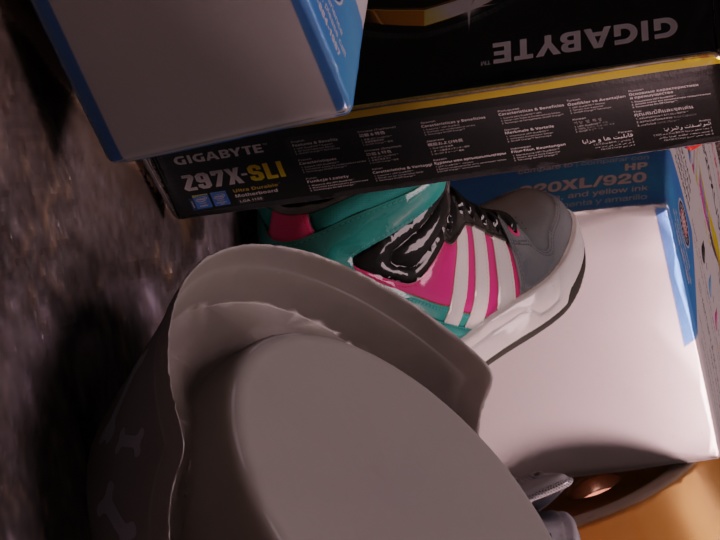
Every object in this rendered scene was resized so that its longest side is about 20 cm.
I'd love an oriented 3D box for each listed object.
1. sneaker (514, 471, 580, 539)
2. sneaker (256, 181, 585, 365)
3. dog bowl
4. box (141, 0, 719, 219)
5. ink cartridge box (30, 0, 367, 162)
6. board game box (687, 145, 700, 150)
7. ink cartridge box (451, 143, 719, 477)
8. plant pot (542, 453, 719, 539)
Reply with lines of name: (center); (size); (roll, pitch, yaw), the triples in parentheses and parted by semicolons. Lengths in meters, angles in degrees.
sneaker: (0.016, 0.103, 1.012); (0.200, 0.114, 0.076); (30, 53, -75)
sneaker: (0.020, -0.027, 1.132); (0.200, 0.083, 0.122); (-36, 121, -54)
dog bowl: (0.002, 0.088, 0.879); (0.200, 0.059, 0.201); (34, 29, -22)
box: (0.028, -0.106, 0.993); (0.049, 0.199, 0.160); (68, 19, -50)
ink cartridge box: (-0.053, -0.153, 0.900); (0.201, 0.084, 0.145); (-80, 153, -51)
board game box: (0.077, -0.160, 1.154); (0.200, 0.046, 0.152); (47, -14, 43)
ink cartridge box: (0.089, -0.022, 1.355); (0.201, 0.144, 0.148); (-80, 158, -53)
plant pot: (0.136, 0.176, 1.367); (0.200, 0.199, 0.184); (-65, 135, -68)
